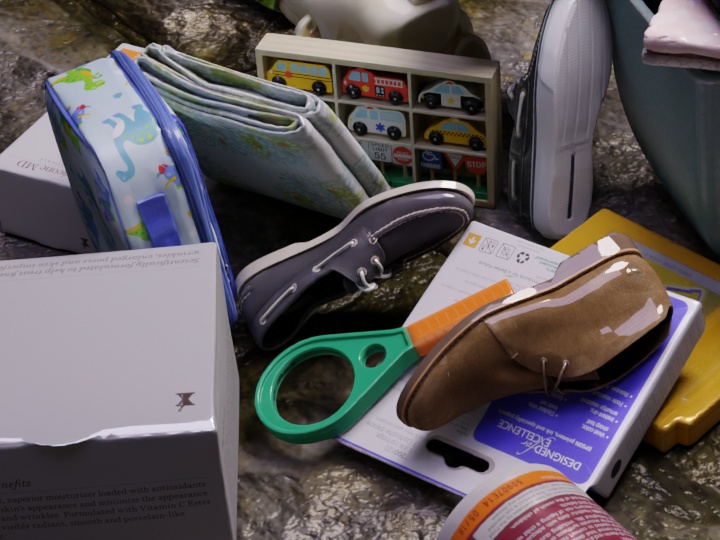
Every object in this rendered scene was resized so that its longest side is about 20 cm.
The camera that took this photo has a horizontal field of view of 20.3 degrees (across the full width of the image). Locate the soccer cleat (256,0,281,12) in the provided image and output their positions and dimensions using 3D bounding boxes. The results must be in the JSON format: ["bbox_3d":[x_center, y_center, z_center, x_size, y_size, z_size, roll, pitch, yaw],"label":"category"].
[{"bbox_3d":[-0.099,-0.293,1.916,0.081,0.068,0.200,-15,36,-41],"label":"soccer cleat"}]

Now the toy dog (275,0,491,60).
[{"bbox_3d":[-0.006,-0.223,1.709,0.139,0.194,0.200,-33,51,-15],"label":"toy dog"}]

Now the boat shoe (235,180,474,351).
[{"bbox_3d":[0.000,0.000,1.477,0.199,0.073,0.063,-25,52,18],"label":"boat shoe"}]

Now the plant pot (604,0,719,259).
[{"bbox_3d":[0.304,-0.125,1.529,0.195,0.201,0.197,-13,38,-11],"label":"plant pot"}]

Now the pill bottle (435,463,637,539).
[{"bbox_3d":[0.139,0.213,1.183,0.114,0.115,0.200,-25,41,-24],"label":"pill bottle"}]

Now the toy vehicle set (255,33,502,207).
[{"bbox_3d":[0.016,-0.121,1.620,0.199,0.125,0.027,9,39,18],"label":"toy vehicle set"}]

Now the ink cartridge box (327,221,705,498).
[{"bbox_3d":[0.109,0.078,1.395,0.197,0.043,0.200,21,66,33],"label":"ink cartridge box"}]

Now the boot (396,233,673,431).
[{"bbox_3d":[0.117,0.057,1.339,0.199,0.074,0.076,-32,60,-4],"label":"boot"}]

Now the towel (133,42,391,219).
[{"bbox_3d":[-0.075,-0.099,1.561,0.171,0.200,0.048,21,77,26],"label":"towel"}]

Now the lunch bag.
[{"bbox_3d":[-0.159,-0.047,1.483,0.082,0.201,0.161,-23,38,-12],"label":"lunch bag"}]

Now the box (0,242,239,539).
[{"bbox_3d":[-0.185,0.096,1.358,0.198,0.131,0.201,-4,38,0],"label":"box"}]

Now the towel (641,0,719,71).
[{"bbox_3d":[0.315,-0.188,1.420,0.190,0.032,0.200,12,41,22],"label":"towel"}]

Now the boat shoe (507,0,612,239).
[{"bbox_3d":[0.143,-0.124,1.554,0.072,0.201,0.071,-11,25,-42],"label":"boat shoe"}]

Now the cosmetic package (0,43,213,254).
[{"bbox_3d":[-0.206,-0.102,1.666,0.101,0.072,0.200,14,42,23],"label":"cosmetic package"}]

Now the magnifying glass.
[{"bbox_3d":[0.018,0.060,1.410,0.199,0.022,0.080,-27,48,6],"label":"magnifying glass"}]

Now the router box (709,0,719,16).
[{"bbox_3d":[0.296,-0.248,1.414,0.148,0.051,0.201,-12,45,-10],"label":"router box"}]

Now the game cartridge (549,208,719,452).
[{"bbox_3d":[0.203,0.039,1.467,0.199,0.033,0.176,27,48,36],"label":"game cartridge"}]
